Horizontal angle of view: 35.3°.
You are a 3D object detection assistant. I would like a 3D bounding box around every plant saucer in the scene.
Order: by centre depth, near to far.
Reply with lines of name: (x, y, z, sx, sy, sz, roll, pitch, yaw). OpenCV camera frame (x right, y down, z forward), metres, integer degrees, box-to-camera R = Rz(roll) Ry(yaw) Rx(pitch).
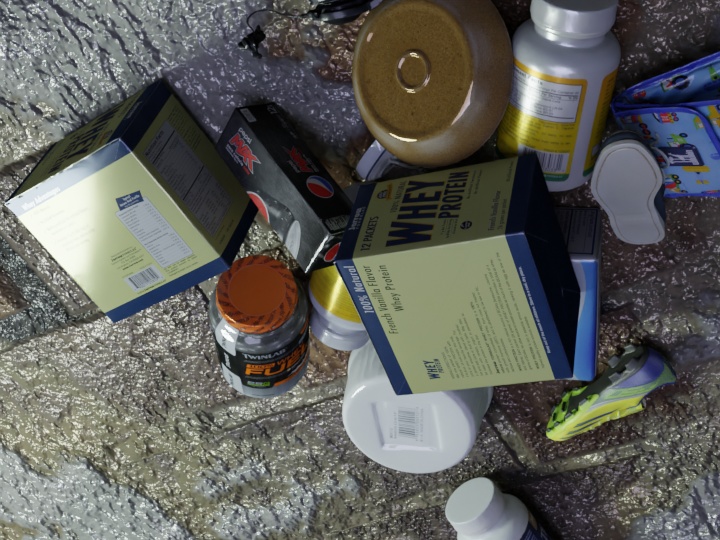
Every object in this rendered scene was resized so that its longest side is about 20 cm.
plant saucer: (0.062, -0.207, 1.173, 0.199, 0.035, 0.201, 7, 102, 36)

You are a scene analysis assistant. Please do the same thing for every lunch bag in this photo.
lunch bag: (0.364, -0.147, 1.163, 0.199, 0.094, 0.151, -10, 142, 36)

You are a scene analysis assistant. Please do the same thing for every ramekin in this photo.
ramekin: (0.071, 0.174, 1.491, 0.199, 0.098, 0.201, 8, 128, 10)

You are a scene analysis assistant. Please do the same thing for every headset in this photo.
headset: (-0.046, -0.298, 1.158, 0.200, 0.094, 0.124, -37, 103, 23)

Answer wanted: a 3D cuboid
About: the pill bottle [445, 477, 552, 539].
pill bottle: (0.208, 0.390, 1.608, 0.111, 0.111, 0.200, -24, 117, 30)

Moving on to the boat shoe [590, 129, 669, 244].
boat shoe: (0.284, -0.095, 1.172, 0.075, 0.062, 0.200, -5, 153, 25)

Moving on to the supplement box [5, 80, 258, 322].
supplement box: (-0.269, -0.079, 1.359, 0.199, 0.134, 0.200, -24, 118, 28)

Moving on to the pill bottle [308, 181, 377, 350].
pill bottle: (0.000, 0.000, 1.368, 0.112, 0.112, 0.201, 20, 129, 0)

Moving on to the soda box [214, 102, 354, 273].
soda box: (-0.081, -0.096, 1.283, 0.200, 0.063, 0.071, 53, 131, 22)

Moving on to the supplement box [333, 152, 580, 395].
supplement box: (0.109, 0.009, 1.191, 0.199, 0.135, 0.201, -9, 127, 22)

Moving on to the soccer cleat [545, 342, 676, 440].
soccer cleat: (0.316, 0.170, 1.440, 0.084, 0.065, 0.200, 33, 128, -13)

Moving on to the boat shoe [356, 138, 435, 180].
boat shoe: (0.082, -0.151, 1.251, 0.086, 0.075, 0.202, 46, 120, 1)

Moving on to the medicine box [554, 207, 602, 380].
medicine box: (0.184, 0.025, 1.341, 0.199, 0.103, 0.183, 3, 127, 15)

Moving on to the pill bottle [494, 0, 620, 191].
pill bottle: (0.204, -0.193, 1.162, 0.112, 0.113, 0.201, 10, 129, 8)

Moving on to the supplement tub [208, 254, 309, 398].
supplement tub: (-0.125, 0.070, 1.412, 0.122, 0.123, 0.200, 13, 153, 6)
